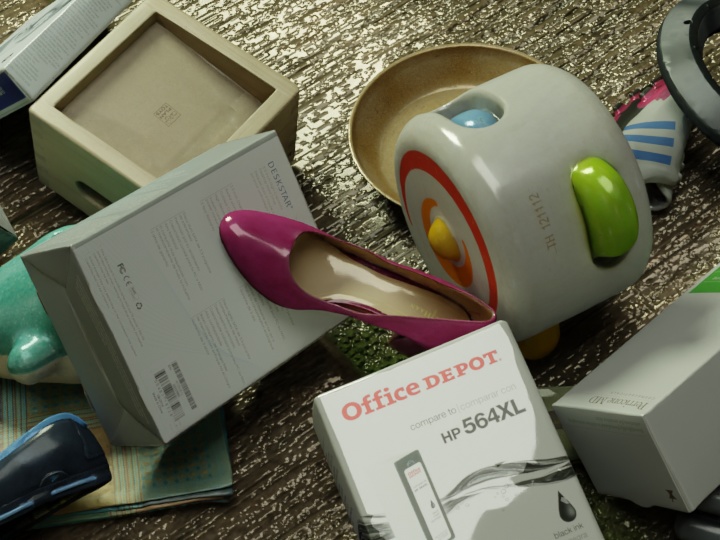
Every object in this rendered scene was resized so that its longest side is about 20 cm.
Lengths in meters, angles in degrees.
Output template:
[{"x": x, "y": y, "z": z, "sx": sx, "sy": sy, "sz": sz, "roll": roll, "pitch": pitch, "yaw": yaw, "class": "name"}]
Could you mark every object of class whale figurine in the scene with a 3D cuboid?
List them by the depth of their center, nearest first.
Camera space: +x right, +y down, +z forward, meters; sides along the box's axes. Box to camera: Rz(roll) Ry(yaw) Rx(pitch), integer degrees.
[{"x": -0.251, "y": 0.026, "z": 1.207, "sx": 0.199, "sy": 0.104, "sz": 0.159, "roll": -9, "pitch": 26, "yaw": 1, "class": "whale figurine"}]

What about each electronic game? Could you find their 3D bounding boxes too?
[{"x": 0.337, "y": -0.156, "z": 1.327, "sx": 0.199, "sy": 0.042, "sz": 0.201, "roll": 12, "pitch": 51, "yaw": -15, "class": "electronic game"}]

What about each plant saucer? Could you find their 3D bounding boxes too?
[{"x": 0.089, "y": -0.109, "z": 1.345, "sx": 0.199, "sy": 0.036, "sz": 0.201, "roll": -2, "pitch": 53, "yaw": 3, "class": "plant saucer"}]

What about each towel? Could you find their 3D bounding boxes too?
[{"x": -0.198, "y": 0.124, "z": 1.197, "sx": 0.199, "sy": 0.022, "sz": 0.147, "roll": -9, "pitch": 51, "yaw": 0, "class": "towel"}]

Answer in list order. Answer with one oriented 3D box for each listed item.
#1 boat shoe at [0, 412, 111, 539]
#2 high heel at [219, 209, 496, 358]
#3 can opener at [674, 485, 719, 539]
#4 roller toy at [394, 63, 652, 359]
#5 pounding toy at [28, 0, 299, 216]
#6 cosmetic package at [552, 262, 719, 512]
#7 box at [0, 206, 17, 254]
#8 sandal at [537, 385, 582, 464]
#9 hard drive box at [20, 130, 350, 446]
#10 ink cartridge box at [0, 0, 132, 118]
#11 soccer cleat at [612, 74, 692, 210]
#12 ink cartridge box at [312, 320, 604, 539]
[{"x": -0.262, "y": 0.182, "z": 1.105, "sx": 0.200, "sy": 0.084, "sz": 0.069, "roll": -40, "pitch": 81, "yaw": -1, "class": "boat shoe"}, {"x": 0.000, "y": 0.000, "z": 1.127, "sx": 0.199, "sy": 0.096, "sz": 0.068, "roll": 26, "pitch": 62, "yaw": -18, "class": "high heel"}, {"x": 0.311, "y": 0.188, "z": 1.077, "sx": 0.199, "sy": 0.053, "sz": 0.066, "roll": 17, "pitch": 19, "yaw": 20, "class": "can opener"}, {"x": 0.112, "y": -0.045, "z": 1.177, "sx": 0.139, "sy": 0.200, "sz": 0.183, "roll": -25, "pitch": 66, "yaw": -16, "class": "roller toy"}, {"x": -0.169, "y": -0.121, "z": 1.330, "sx": 0.200, "sy": 0.142, "sz": 0.184, "roll": 34, "pitch": 61, "yaw": 14, "class": "pounding toy"}, {"x": 0.248, "y": 0.076, "z": 1.128, "sx": 0.200, "sy": 0.085, "sz": 0.107, "roll": -36, "pitch": 17, "yaw": -26, "class": "cosmetic package"}, {"x": -0.381, "y": -0.049, "z": 1.288, "sx": 0.158, "sy": 0.048, "sz": 0.200, "roll": -40, "pitch": 56, "yaw": 8, "class": "box"}, {"x": 0.093, "y": 0.110, "z": 1.160, "sx": 0.200, "sy": 0.057, "sz": 0.080, "roll": -12, "pitch": 52, "yaw": -5, "class": "sandal"}, {"x": -0.120, "y": 0.011, "z": 1.157, "sx": 0.200, "sy": 0.156, "sz": 0.077, "roll": -33, "pitch": 16, "yaw": -37, "class": "hard drive box"}, {"x": -0.266, "y": -0.200, "z": 1.365, "sx": 0.199, "sy": 0.041, "sz": 0.200, "roll": -13, "pitch": 31, "yaw": 55, "class": "ink cartridge box"}, {"x": 0.239, "y": -0.100, "z": 1.316, "sx": 0.200, "sy": 0.070, "sz": 0.086, "roll": -40, "pitch": 96, "yaw": -38, "class": "soccer cleat"}, {"x": 0.068, "y": 0.155, "z": 1.069, "sx": 0.145, "sy": 0.084, "sz": 0.201, "roll": -22, "pitch": 74, "yaw": -7, "class": "ink cartridge box"}]
